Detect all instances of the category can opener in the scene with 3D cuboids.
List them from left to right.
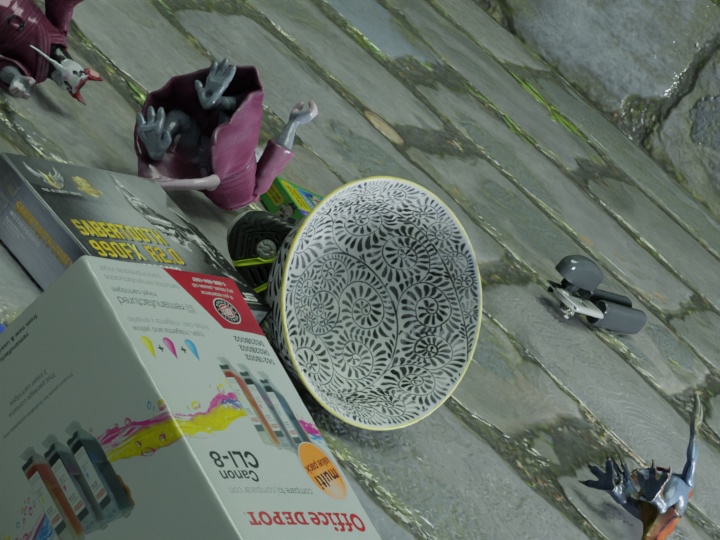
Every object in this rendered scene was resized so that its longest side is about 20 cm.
[{"bbox_3d":[0.274,0.033,2.452,0.053,0.066,0.200,47,13,29],"label":"can opener"}]

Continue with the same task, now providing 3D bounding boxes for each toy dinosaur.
[{"bbox_3d":[0.269,0.215,2.003,0.181,0.105,0.200,37,49,-57],"label":"toy dinosaur"}]

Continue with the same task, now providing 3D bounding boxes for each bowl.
[{"bbox_3d":[-0.007,0.026,1.725,0.201,0.201,0.094,29,-16,-33],"label":"bowl"}]

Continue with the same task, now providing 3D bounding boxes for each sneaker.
[{"bbox_3d":[-0.040,0.017,1.817,0.200,0.075,0.076,40,2,-27],"label":"sneaker"}]

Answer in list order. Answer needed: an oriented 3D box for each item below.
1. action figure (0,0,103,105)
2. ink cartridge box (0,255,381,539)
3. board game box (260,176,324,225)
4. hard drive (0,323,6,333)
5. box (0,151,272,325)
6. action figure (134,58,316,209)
[{"bbox_3d":[-0.306,-0.209,1.821,0.200,0.134,0.149,47,-30,-20],"label":"action figure"},{"bbox_3d":[-0.112,0.118,1.194,0.145,0.145,0.200,11,43,-57],"label":"ink cartridge box"},{"bbox_3d":[0.000,0.000,1.996,0.135,0.029,0.200,24,23,-45],"label":"board game box"},{"bbox_3d":[-0.252,0.052,1.317,0.200,0.025,0.132,38,17,-7],"label":"hard drive"},{"bbox_3d":[-0.176,-0.011,1.607,0.158,0.048,0.200,48,18,24],"label":"box"},{"bbox_3d":[-0.112,-0.096,1.849,0.200,0.134,0.149,64,24,-63],"label":"action figure"}]
